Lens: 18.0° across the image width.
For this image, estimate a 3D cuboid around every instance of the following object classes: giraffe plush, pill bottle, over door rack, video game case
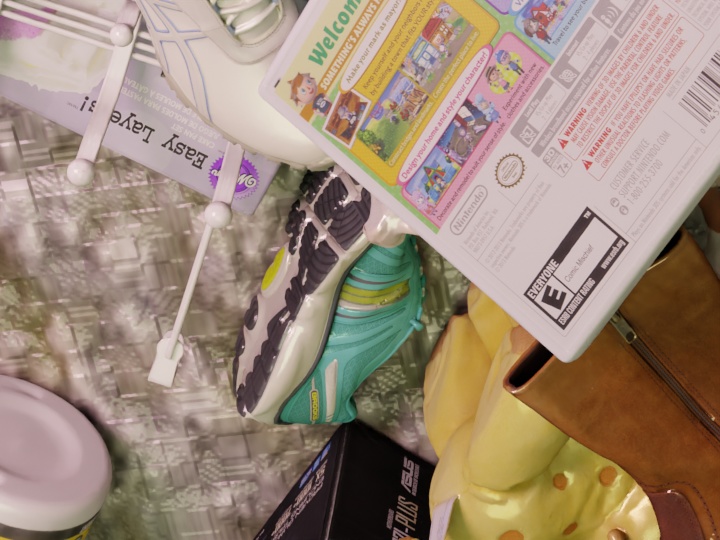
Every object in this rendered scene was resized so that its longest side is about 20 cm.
[{"bbox_3d":[0.123,0.094,1.137,0.162,0.200,0.173,18,159,-12],"label":"giraffe plush"},{"bbox_3d":[-0.224,0.163,1.260,0.111,0.111,0.200,26,120,-8],"label":"pill bottle"},{"bbox_3d":[-0.136,-0.037,1.104,0.148,0.067,0.200,18,120,-3],"label":"over door rack"},{"bbox_3d":[0.071,-0.091,0.918,0.182,0.022,0.200,42,123,12],"label":"video game case"}]

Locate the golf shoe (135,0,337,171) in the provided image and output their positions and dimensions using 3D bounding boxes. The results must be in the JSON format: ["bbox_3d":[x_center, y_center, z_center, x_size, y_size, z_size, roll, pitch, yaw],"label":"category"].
[{"bbox_3d":[-0.066,-0.124,1.001,0.078,0.097,0.200,-42,98,-6],"label":"golf shoe"}]

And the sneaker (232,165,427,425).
[{"bbox_3d":[0.000,0.000,1.173,0.080,0.078,0.200,12,125,-25],"label":"sneaker"}]

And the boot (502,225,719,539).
[{"bbox_3d":[0.131,0.103,1.022,0.188,0.068,0.200,-46,127,2],"label":"boot"}]

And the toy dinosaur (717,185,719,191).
[{"bbox_3d":[0.132,-0.071,0.957,0.200,0.058,0.101,-19,162,38],"label":"toy dinosaur"}]

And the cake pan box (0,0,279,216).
[{"bbox_3d":[-0.092,-0.142,1.104,0.200,0.052,0.184,27,121,-9],"label":"cake pan box"}]

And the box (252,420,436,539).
[{"bbox_3d":[-0.031,0.209,1.231,0.086,0.164,0.200,30,119,-11],"label":"box"}]

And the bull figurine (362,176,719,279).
[{"bbox_3d":[0.100,-0.038,1.054,0.200,0.121,0.065,-20,151,1],"label":"bull figurine"}]
